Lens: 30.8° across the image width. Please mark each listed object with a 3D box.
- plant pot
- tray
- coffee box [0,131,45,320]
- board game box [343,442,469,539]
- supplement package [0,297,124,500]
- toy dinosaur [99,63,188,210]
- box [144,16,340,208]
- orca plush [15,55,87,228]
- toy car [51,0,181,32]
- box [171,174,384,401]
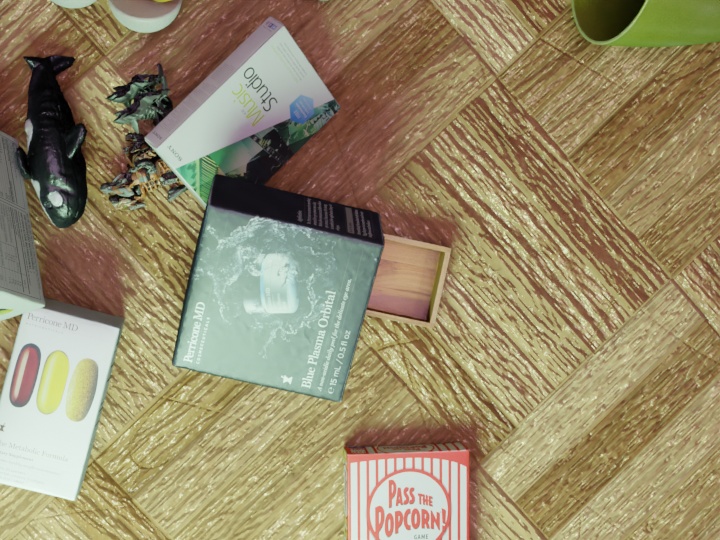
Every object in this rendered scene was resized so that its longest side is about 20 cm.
[{"bbox_3d":[0.380,-0.339,1.528,0.198,0.187,0.189,7,93,-23],"label":"plant pot"},{"bbox_3d":[0.000,0.000,1.559,0.198,0.037,0.099,12,92,-9],"label":"tray"},{"bbox_3d":[-0.476,-0.042,1.369,0.198,0.198,0.202,-17,76,12],"label":"coffee box"},{"bbox_3d":[0.055,0.313,1.581,0.150,0.046,0.202,-2,94,-7],"label":"board game box"},{"bbox_3d":[-0.348,0.141,1.486,0.113,0.110,0.202,14,92,-8],"label":"supplement package"},{"bbox_3d":[-0.222,-0.158,1.505,0.200,0.102,0.136,-48,121,-16],"label":"toy dinosaur"},{"bbox_3d":[-0.130,-0.168,1.487,0.200,0.036,0.144,-45,135,-5],"label":"box"},{"bbox_3d":[-0.326,-0.153,1.471,0.071,0.105,0.202,-15,65,29],"label":"orca plush"},{"bbox_3d":[-0.266,-0.378,1.449,0.199,0.176,0.151,18,52,4],"label":"toy car"},{"bbox_3d":[-0.093,0.020,1.466,0.198,0.118,0.198,13,109,-7],"label":"box"}]
